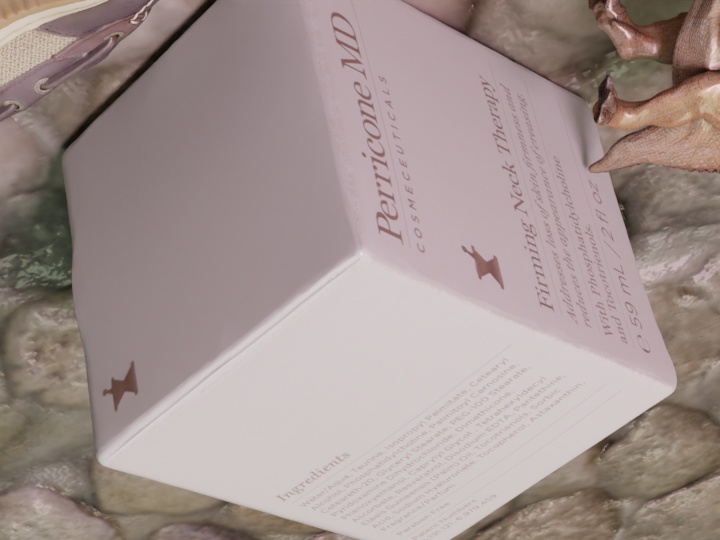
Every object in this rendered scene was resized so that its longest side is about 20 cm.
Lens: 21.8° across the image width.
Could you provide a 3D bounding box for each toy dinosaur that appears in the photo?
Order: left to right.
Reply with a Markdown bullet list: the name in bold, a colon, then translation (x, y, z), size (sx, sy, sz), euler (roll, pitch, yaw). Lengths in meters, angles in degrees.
- **toy dinosaur**: translation (0.174, -0.098, 0.776), size (0.134, 0.086, 0.201), euler (19, 118, -15)

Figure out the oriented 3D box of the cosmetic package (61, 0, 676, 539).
- **cosmetic package**: translation (0.000, 0.000, 0.818), size (0.199, 0.169, 0.166), euler (22, 133, -40)

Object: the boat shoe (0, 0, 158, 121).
- **boat shoe**: translation (-0.118, -0.109, 0.722), size (0.199, 0.072, 0.065), euler (-30, 154, 18)
